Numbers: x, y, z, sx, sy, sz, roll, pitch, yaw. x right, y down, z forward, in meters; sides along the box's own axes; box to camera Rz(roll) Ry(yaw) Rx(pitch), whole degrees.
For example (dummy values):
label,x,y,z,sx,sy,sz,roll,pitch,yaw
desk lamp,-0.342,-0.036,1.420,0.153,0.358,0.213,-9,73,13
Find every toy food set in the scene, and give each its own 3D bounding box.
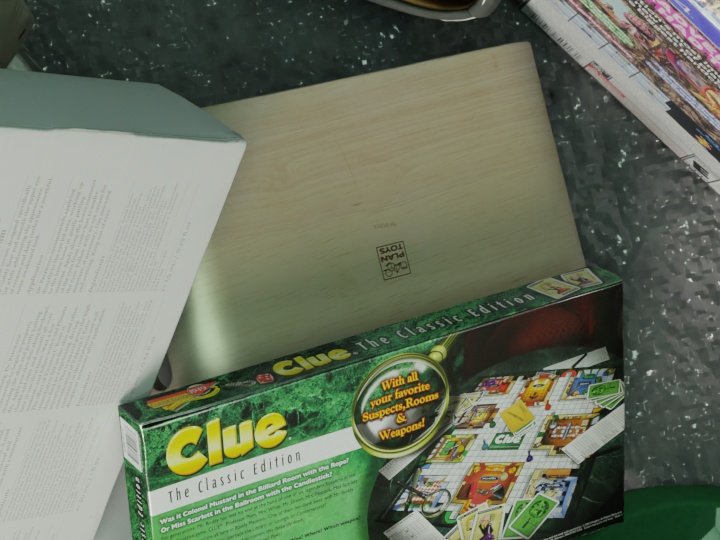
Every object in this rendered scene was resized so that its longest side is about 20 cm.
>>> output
label,x,y,z,sx,sy,sz,roll,pitch,yaw
toy food set,0.000,0.000,0.799,0.199,0.060,0.145,-15,91,-26

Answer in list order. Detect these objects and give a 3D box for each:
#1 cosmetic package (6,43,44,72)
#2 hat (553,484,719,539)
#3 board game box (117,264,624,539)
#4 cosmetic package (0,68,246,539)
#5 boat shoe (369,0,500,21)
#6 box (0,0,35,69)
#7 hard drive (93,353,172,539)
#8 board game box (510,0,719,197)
label,x,y,z,sx,sy,sz,roll,pitch,yaw
cosmetic package,-0.215,-0.034,0.789,0.199,0.090,0.107,-37,91,-1
hat,0.154,0.207,0.811,0.199,0.165,0.177,24,122,30
board game box,0.011,0.071,0.749,0.199,0.023,0.106,-15,118,-26
cosmetic package,-0.132,0.035,0.659,0.051,0.150,0.201,31,107,28
boat shoe,-0.029,-0.155,0.801,0.199,0.068,0.072,24,130,0
box,-0.205,-0.121,0.663,0.199,0.082,0.069,37,86,2
hard drive,-0.073,0.062,0.792,0.199,0.026,0.132,37,57,1
board game box,0.155,-0.097,0.761,0.159,0.200,0.097,42,86,-3
